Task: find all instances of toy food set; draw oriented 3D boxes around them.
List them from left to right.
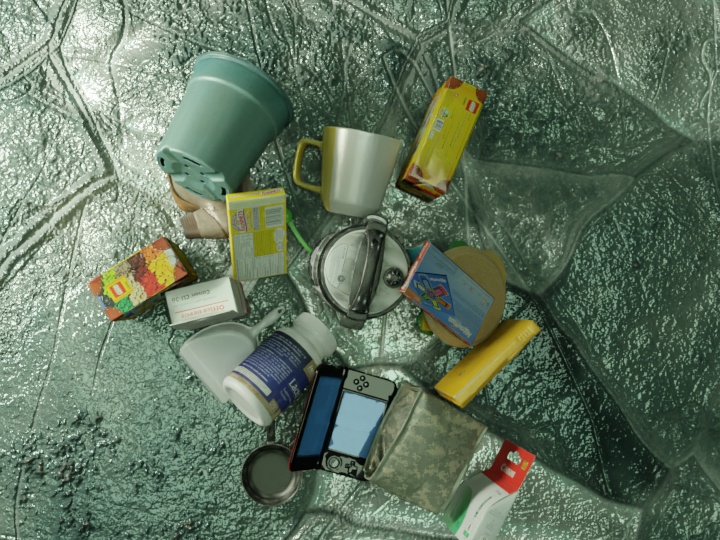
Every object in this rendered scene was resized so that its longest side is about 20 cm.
[{"bbox_3d":[0.193,0.046,1.478,0.198,0.049,0.200,13,85,-27],"label":"toy food set"}]

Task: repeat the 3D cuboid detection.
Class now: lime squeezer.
[{"bbox_3d":[-0.175,-0.093,1.478,0.200,0.038,0.071,18,104,-4],"label":"lime squeezer"}]

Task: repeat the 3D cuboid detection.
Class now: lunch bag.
[{"bbox_3d":[0.113,0.334,1.446,0.164,0.118,0.200,31,82,-16],"label":"lunch bag"}]

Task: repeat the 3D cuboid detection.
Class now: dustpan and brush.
[{"bbox_3d":[-0.221,0.136,1.460,0.200,0.057,0.140,-37,104,0],"label":"dustpan and brush"}]

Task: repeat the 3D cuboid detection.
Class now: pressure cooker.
[{"bbox_3d":[0.003,0.000,1.411,0.178,0.200,0.176,-30,95,-7],"label":"pressure cooker"}]

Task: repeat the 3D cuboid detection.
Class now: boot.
[{"bbox_3d":[-0.275,-0.148,1.443,0.146,0.070,0.200,-18,78,-8],"label":"boot"}]

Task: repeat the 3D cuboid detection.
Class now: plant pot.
[{"bbox_3d":[-0.248,-0.241,1.365,0.200,0.200,0.196,28,68,-5],"label":"plant pot"}]

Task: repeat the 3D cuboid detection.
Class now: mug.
[{"bbox_3d":[-0.020,-0.182,1.466,0.149,0.186,0.153,6,97,-39],"label":"mug"}]

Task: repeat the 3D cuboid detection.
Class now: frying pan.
[{"bbox_3d":[-0.182,0.349,1.462,0.115,0.031,0.190,-24,87,-7],"label":"frying pan"}]

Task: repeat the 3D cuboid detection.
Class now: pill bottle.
[{"bbox_3d":[-0.142,0.176,1.413,0.116,0.116,0.200,47,66,-3],"label":"pill bottle"}]

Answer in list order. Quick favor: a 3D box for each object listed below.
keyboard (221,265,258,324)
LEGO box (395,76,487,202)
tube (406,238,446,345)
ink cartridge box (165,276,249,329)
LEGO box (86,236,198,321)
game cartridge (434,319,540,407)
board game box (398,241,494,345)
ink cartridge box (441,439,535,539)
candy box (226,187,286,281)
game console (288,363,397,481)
[{"bbox_3d":[-0.222,0.007,1.480,0.056,0.011,0.200,32,84,-5],"label":"keyboard"},{"bbox_3d":[0.148,-0.241,1.456,0.077,0.149,0.200,24,86,-6],"label":"LEGO box"},{"bbox_3d":[0.152,0.039,1.508,0.077,0.050,0.200,-26,97,-10],"label":"tube"},{"bbox_3d":[-0.270,0.059,1.369,0.116,0.200,0.068,-15,86,-3],"label":"ink cartridge box"},{"bbox_3d":[-0.375,0.018,1.366,0.149,0.200,0.077,-33,92,-6],"label":"LEGO box"},{"bbox_3d":[0.233,0.168,1.444,0.200,0.176,0.032,-42,92,-6],"label":"game cartridge"},{"bbox_3d":[0.160,0.044,1.404,0.200,0.019,0.103,38,72,-33],"label":"board game box"},{"bbox_3d":[0.235,0.409,1.444,0.050,0.161,0.200,27,85,-9],"label":"ink cartridge box"},{"bbox_3d":[-0.184,-0.061,1.399,0.102,0.200,0.026,-8,47,-12],"label":"candy box"},{"bbox_3d":[-0.028,0.286,1.439,0.172,0.119,0.200,17,87,-6],"label":"game console"}]
